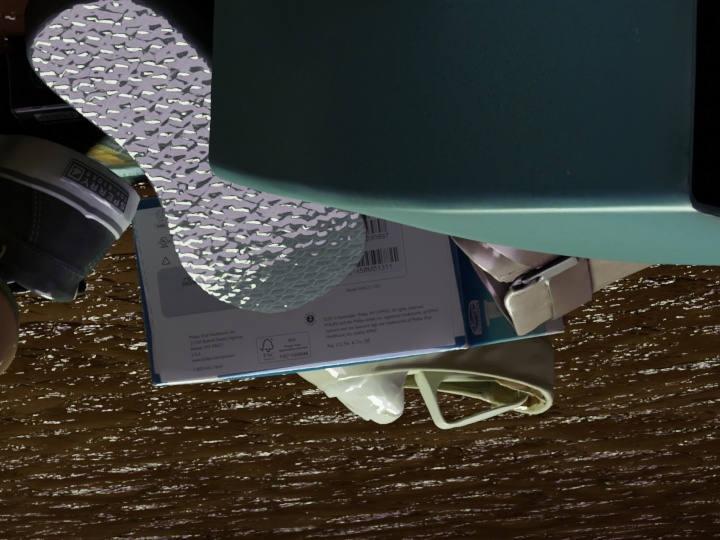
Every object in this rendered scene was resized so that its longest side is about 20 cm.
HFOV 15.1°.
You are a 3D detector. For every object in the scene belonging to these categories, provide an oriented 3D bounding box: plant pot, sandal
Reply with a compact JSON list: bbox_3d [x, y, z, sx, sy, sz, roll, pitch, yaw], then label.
[{"bbox_3d":[0.056,-0.073,0.858,0.199,0.143,0.141,-4,170,37],"label":"plant pot"},{"bbox_3d":[-0.055,-0.054,1.026,0.076,0.043,0.200,-20,138,13],"label":"sandal"}]

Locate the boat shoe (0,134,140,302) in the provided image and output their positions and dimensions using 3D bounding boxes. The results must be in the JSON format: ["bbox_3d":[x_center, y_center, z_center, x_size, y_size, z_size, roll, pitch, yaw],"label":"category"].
[{"bbox_3d":[-0.146,-0.020,1.121,0.068,0.057,0.200,30,171,-17],"label":"boat shoe"}]

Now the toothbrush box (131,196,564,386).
[{"bbox_3d":[0.000,0.000,1.233,0.145,0.086,0.200,-8,177,17],"label":"toothbrush box"}]

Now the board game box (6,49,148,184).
[{"bbox_3d":[-0.034,-0.069,1.100,0.198,0.028,0.135,-5,169,1],"label":"board game box"}]

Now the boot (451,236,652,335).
[{"bbox_3d":[0.118,-0.025,1.135,0.146,0.070,0.200,-38,143,5],"label":"boot"}]

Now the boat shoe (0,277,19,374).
[{"bbox_3d":[-0.225,0.005,1.068,0.198,0.073,0.072,2,-157,11],"label":"boat shoe"}]

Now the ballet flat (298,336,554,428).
[{"bbox_3d":[0.035,0.065,1.683,0.199,0.070,0.069,2,167,-26],"label":"ballet flat"}]
